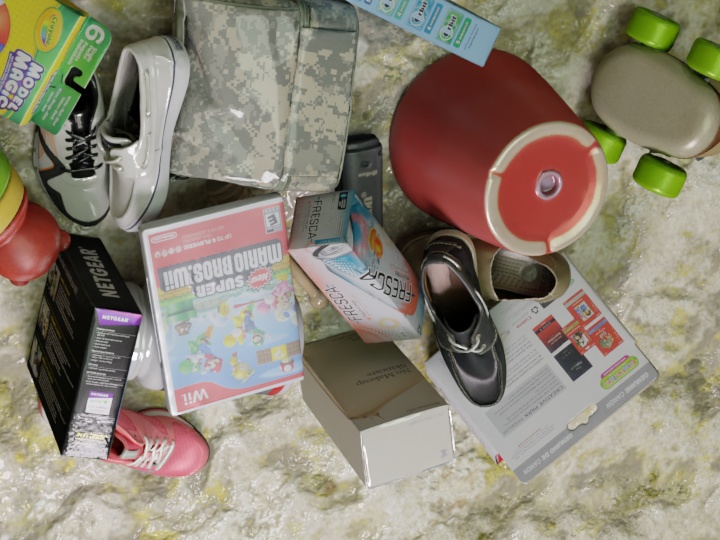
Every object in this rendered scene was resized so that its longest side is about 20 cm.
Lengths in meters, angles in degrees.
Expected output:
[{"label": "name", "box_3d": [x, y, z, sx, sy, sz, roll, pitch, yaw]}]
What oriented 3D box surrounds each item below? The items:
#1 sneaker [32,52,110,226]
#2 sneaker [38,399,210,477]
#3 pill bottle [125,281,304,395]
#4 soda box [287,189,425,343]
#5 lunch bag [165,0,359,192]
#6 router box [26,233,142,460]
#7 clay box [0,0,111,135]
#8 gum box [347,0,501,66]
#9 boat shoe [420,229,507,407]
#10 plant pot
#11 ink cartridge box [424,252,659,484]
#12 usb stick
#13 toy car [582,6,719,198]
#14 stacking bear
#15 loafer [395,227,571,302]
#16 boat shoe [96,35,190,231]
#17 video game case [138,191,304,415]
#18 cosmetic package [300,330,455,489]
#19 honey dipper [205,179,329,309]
[{"label": "sneaker", "box_3d": [-0.274, -0.129, 1.551, 0.073, 0.080, 0.202, -17, 119, -18]}, {"label": "sneaker", "box_3d": [-0.240, 0.181, 1.695, 0.199, 0.087, 0.074, 25, 102, -30]}, {"label": "pill bottle", "box_3d": [-0.167, 0.066, 1.661, 0.198, 0.114, 0.115, 4, 110, -25]}, {"label": "soda box", "box_3d": [0.000, 0.000, 1.649, 0.068, 0.064, 0.200, -7, 148, 24]}, {"label": "lunch bag", "box_3d": [-0.105, -0.182, 1.564, 0.166, 0.139, 0.202, -1, 113, -27]}, {"label": "router box", "box_3d": [-0.267, 0.069, 1.567, 0.051, 0.200, 0.150, 8, 109, -24]}, {"label": "clay box", "box_3d": [-0.333, -0.216, 1.456, 0.199, 0.048, 0.116, 31, 99, -2]}, {"label": "gum box", "box_3d": [0.013, -0.271, 1.561, 0.199, 0.170, 0.045, 21, 102, -29]}, {"label": "boat shoe", "box_3d": [0.105, 0.061, 1.710, 0.071, 0.068, 0.202, -11, 113, 14]}, {"label": "plant pot", "box_3d": [0.153, -0.113, 1.687, 0.199, 0.177, 0.202, -9, 115, -20]}, {"label": "ink cartridge box", "box_3d": [0.200, 0.115, 1.805, 0.199, 0.176, 0.084, -37, 165, -4]}, {"label": "usb stick", "box_3d": [-0.001, -0.045, 1.732, 0.055, 0.033, 0.202, -9, 115, -19]}, {"label": "toy car", "box_3d": [0.357, -0.180, 1.798, 0.199, 0.157, 0.165, -1, 120, -54]}, {"label": "stacking bear", "box_3d": [-0.361, -0.066, 1.527, 0.121, 0.114, 0.200, -45, 126, 0]}, {"label": "loafer", "box_3d": [0.129, -0.005, 1.751, 0.198, 0.067, 0.077, 3, 92, 2]}, {"label": "boat shoe", "box_3d": [-0.213, -0.123, 1.525, 0.065, 0.072, 0.201, -13, 135, -42]}, {"label": "video game case", "box_3d": [-0.132, 0.033, 1.585, 0.142, 0.017, 0.202, -15, 117, -18]}, {"label": "cosmetic package", "box_3d": [0.013, 0.140, 1.721, 0.103, 0.200, 0.074, -16, 117, -17]}, {"label": "honey dipper", "box_3d": [-0.090, -0.026, 1.700, 0.038, 0.038, 0.200, -40, 123, -3]}]
